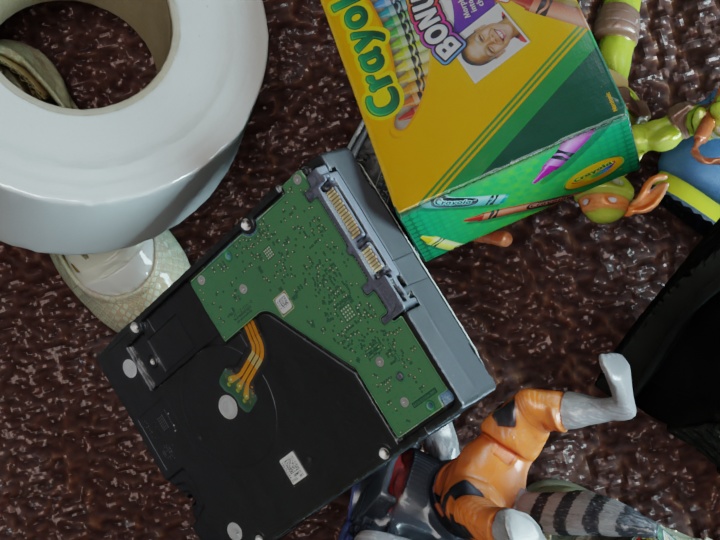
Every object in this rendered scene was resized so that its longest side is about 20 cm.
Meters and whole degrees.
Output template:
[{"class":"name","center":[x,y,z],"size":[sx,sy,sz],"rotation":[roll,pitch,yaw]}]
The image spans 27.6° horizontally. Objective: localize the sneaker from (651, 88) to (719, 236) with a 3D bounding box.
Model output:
[{"class":"sneaker","center":[0.251,-0.021,0.778],"size":[0.199,0.066,0.079],"rotation":[36,89,4]}]

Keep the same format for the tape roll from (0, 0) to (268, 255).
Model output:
[{"class":"tape roll","center":[-0.150,-0.115,0.767],"size":[0.199,0.071,0.205],"rotation":[5,68,-13]}]

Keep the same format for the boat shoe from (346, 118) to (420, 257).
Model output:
[{"class":"boat shoe","center":[0.000,0.000,0.797],"size":[0.071,0.068,0.203],"rotation":[19,91,5]}]

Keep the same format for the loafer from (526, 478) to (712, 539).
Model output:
[{"class":"loafer","center":[0.169,0.176,0.781],"size":[0.198,0.068,0.077],"rotation":[22,91,5]}]

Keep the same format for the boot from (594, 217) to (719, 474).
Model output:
[{"class":"boot","center":[0.222,0.047,0.726],"size":[0.157,0.212,0.080],"rotation":[37,61,8]}]

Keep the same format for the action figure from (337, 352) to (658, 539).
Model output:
[{"class":"action figure","center":[0.047,0.140,0.742],"size":[0.104,0.193,0.202],"rotation":[35,56,-17]}]

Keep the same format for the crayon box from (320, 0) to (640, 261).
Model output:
[{"class":"crayon box","center":[0.049,-0.120,0.742],"size":[0.117,0.058,0.202],"rotation":[-23,62,7]}]

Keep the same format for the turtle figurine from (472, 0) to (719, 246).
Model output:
[{"class":"turtle figurine","center":[0.132,-0.091,0.773],"size":[0.197,0.064,0.164],"rotation":[-11,69,23]}]

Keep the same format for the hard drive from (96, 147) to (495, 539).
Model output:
[{"class":"hard drive","center":[-0.039,0.050,0.743],"size":[0.200,0.038,0.141],"rotation":[-40,78,37]}]

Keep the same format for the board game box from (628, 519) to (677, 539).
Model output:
[{"class":"board game box","center":[0.183,0.218,0.754],"size":[0.199,0.024,0.105],"rotation":[37,107,-18]}]

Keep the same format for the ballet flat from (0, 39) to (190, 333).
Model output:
[{"class":"ballet flat","center":[-0.161,-0.040,0.813],"size":[0.067,0.062,0.201],"rotation":[-36,87,5]}]
